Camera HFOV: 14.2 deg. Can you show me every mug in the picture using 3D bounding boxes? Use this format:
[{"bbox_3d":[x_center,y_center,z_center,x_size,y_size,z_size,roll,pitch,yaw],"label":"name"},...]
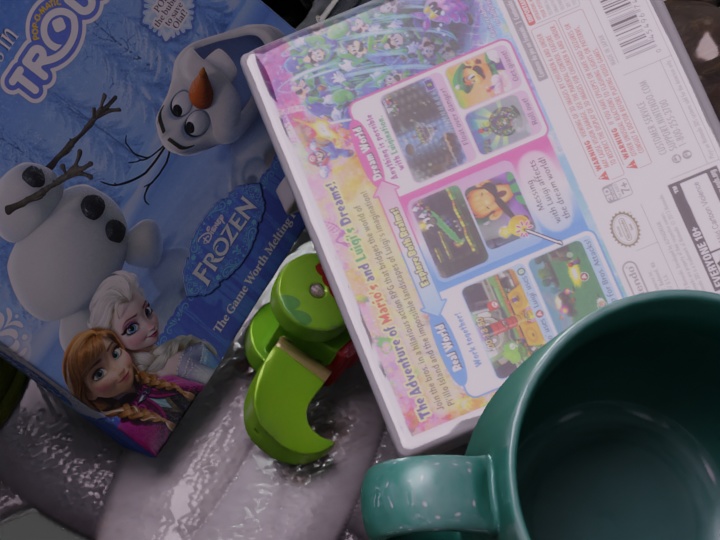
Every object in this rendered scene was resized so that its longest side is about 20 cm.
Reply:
[{"bbox_3d":[0.102,0.085,1.156,0.185,0.114,0.152,31,71,-4],"label":"mug"}]

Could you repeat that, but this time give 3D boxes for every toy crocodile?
[{"bbox_3d":[0.000,0.000,1.343,0.062,0.068,0.200,32,58,-1],"label":"toy crocodile"}]

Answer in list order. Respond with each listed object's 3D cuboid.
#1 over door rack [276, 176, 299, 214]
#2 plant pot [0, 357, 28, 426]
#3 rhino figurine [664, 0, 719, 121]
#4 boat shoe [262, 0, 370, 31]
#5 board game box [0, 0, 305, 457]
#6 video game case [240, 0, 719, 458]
[{"bbox_3d":[0.085,-0.018,1.282,0.200,0.067,0.148,-21,70,-14],"label":"over door rack"},{"bbox_3d":[-0.275,-0.014,1.352,0.200,0.193,0.201,-9,47,10],"label":"plant pot"},{"bbox_3d":[0.157,-0.117,1.403,0.087,0.060,0.200,-29,46,-12],"label":"rhino figurine"},{"bbox_3d":[-0.031,-0.142,1.480,0.073,0.062,0.200,5,50,25],"label":"boat shoe"},{"bbox_3d":[-0.117,-0.052,1.306,0.200,0.199,0.043,-58,27,-12],"label":"board game box"},{"bbox_3d":[0.066,-0.040,1.252,0.182,0.024,0.200,-23,72,1],"label":"video game case"}]
